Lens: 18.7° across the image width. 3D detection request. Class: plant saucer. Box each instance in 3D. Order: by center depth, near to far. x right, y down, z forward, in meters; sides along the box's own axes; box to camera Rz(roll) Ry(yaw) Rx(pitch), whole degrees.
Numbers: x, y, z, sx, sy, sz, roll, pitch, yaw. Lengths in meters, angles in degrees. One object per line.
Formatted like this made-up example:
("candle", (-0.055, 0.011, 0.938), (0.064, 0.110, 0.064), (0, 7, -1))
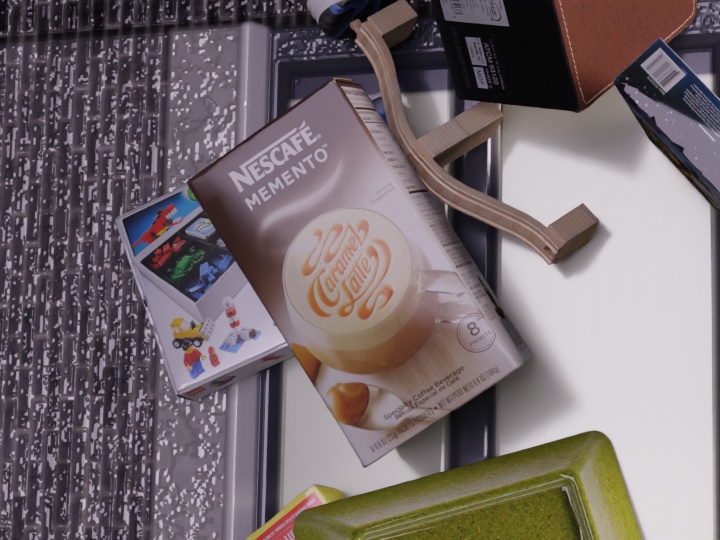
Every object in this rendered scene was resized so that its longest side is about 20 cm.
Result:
("plant saucer", (0.077, 0.202, 1.259), (0.199, 0.048, 0.201), (-15, 69, -3))

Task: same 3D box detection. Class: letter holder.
("letter holder", (0.112, -0.218, 1.300), (0.100, 0.201, 0.142), (10, 38, 43))

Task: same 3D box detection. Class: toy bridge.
("toy bridge", (0.057, -0.082, 1.345), (0.067, 0.027, 0.200), (-32, 73, -28))

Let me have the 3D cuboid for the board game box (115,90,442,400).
("board game box", (-0.046, -0.015, 1.385), (0.199, 0.035, 0.127), (-24, 74, 12))

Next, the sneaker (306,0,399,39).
("sneaker", (0.034, -0.238, 1.379), (0.200, 0.076, 0.077), (-39, 69, 3))

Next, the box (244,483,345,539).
("box", (0.009, 0.229, 1.312), (0.075, 0.050, 0.200), (-38, 71, 8))

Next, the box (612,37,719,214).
("box", (0.232, -0.033, 1.243), (0.038, 0.137, 0.200), (-42, 70, 4))

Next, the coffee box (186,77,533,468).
("coffee box", (0.000, 0.000, 1.304), (0.114, 0.080, 0.200), (-34, 86, 12))
